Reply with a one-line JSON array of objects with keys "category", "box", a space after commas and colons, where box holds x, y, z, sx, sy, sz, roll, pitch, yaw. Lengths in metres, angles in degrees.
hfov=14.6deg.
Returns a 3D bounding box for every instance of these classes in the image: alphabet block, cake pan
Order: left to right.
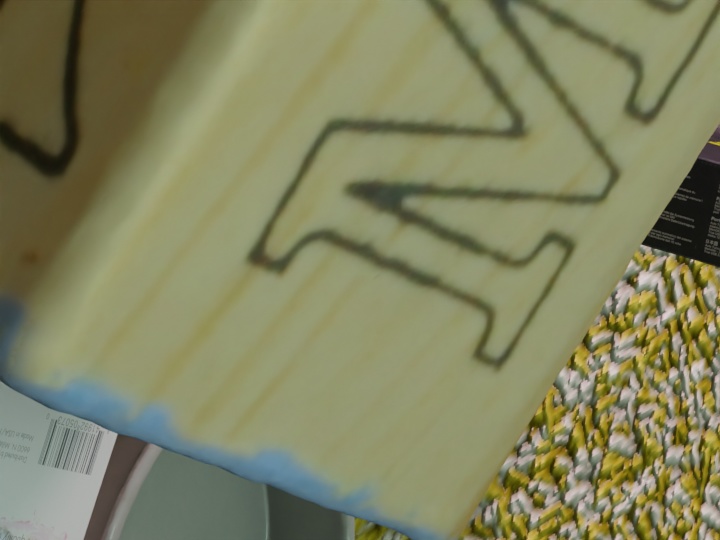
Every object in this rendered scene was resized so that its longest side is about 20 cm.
[{"category": "cake pan", "box": [-0.064, 0.129, 1.061, 0.200, 0.037, 0.200, -29, 123, -57]}, {"category": "alphabet block", "box": [-0.032, -0.068, 0.809, 0.196, 0.195, 0.200, 25, 100, -48]}]

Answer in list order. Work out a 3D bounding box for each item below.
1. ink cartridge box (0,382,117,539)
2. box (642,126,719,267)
[{"category": "ink cartridge box", "box": [-0.150, 0.091, 0.894, 0.116, 0.067, 0.200, 23, 84, -60]}, {"category": "box", "box": [0.165, -0.033, 1.215, 0.160, 0.200, 0.044, -4, 109, -57]}]
